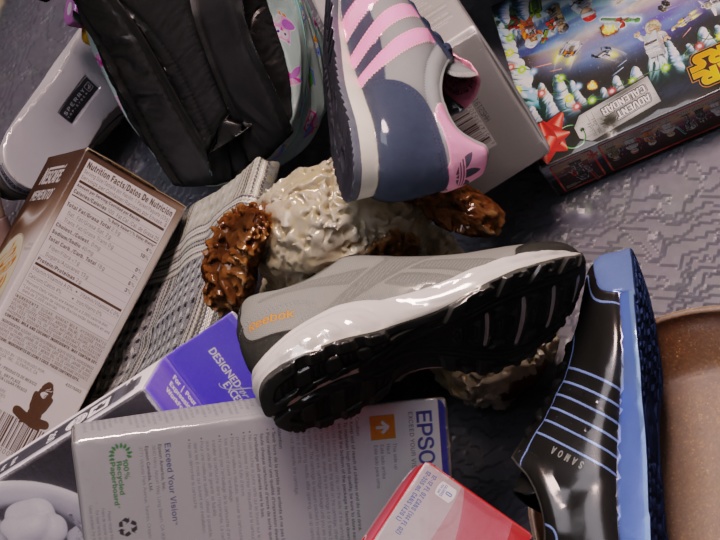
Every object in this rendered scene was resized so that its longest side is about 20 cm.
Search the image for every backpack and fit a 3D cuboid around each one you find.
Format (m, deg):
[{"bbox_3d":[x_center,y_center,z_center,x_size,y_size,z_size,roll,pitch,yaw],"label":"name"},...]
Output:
[{"bbox_3d":[-0.098,-0.157,1.186,0.166,0.127,0.201,-22,95,27],"label":"backpack"}]

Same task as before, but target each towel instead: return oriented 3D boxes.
[{"bbox_3d":[-0.125,0.033,1.145,0.200,0.034,0.193,-26,43,61],"label":"towel"}]

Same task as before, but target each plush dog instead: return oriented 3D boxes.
[{"bbox_3d":[0.000,0.000,1.054,0.199,0.172,0.161,-18,53,-1],"label":"plush dog"}]

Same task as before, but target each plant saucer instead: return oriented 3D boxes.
[{"bbox_3d":[0.190,0.116,0.993,0.200,0.037,0.201,-13,59,22],"label":"plant saucer"}]

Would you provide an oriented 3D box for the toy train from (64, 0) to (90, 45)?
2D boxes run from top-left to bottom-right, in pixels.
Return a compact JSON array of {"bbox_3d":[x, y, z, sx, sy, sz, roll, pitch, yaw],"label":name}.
[{"bbox_3d":[-0.131,-0.177,1.296,0.056,0.150,0.201,-24,37,59],"label":"toy train"}]

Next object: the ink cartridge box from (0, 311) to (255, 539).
[{"bbox_3d":[-0.097,0.154,1.028,0.200,0.198,0.043,-33,19,11],"label":"ink cartridge box"}]

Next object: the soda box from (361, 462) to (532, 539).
[{"bbox_3d":[0.001,0.197,0.917,0.070,0.063,0.200,34,80,1],"label":"soda box"}]

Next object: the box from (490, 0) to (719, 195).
[{"bbox_3d":[0.190,-0.147,1.138,0.199,0.040,0.137,-24,56,15],"label":"box"}]

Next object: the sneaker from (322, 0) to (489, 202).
[{"bbox_3d":[0.022,-0.115,1.009,0.082,0.070,0.201,-1,52,-7],"label":"sneaker"}]

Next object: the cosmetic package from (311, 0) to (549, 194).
[{"bbox_3d":[0.035,-0.135,1.140,0.090,0.107,0.200,-31,36,9],"label":"cosmetic package"}]

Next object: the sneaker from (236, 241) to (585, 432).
[{"bbox_3d":[0.028,0.016,0.961,0.199,0.074,0.079,-14,45,-20],"label":"sneaker"}]

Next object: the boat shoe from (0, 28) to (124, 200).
[{"bbox_3d":[-0.197,-0.126,1.315,0.200,0.071,0.070,-57,17,-26],"label":"boat shoe"}]

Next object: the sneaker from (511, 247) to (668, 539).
[{"bbox_3d":[0.121,0.082,0.984,0.078,0.070,0.201,-7,60,19],"label":"sneaker"}]

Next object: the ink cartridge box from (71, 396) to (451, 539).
[{"bbox_3d":[-0.047,0.166,0.988,0.199,0.201,0.041,-6,14,-8],"label":"ink cartridge box"}]

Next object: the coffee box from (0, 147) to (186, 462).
[{"bbox_3d":[-0.205,0.028,1.190,0.201,0.080,0.114,-63,20,-11],"label":"coffee box"}]

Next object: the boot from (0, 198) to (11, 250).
[{"bbox_3d":[-0.308,-0.033,1.312,0.070,0.200,0.147,-26,82,-28],"label":"boot"}]
